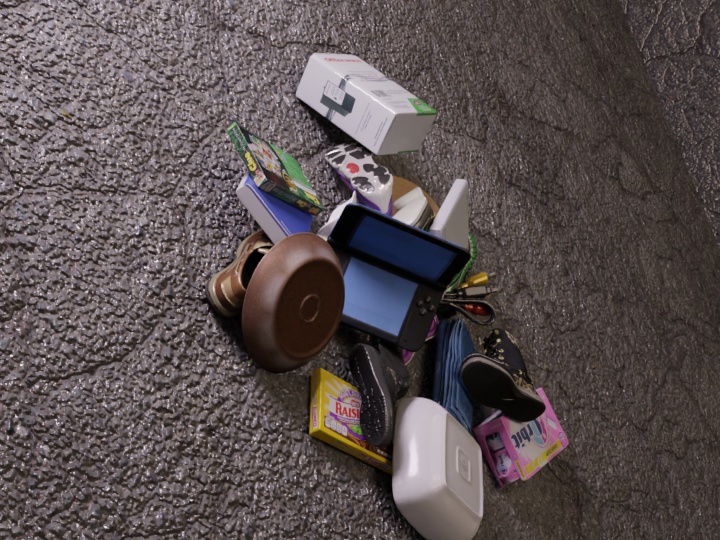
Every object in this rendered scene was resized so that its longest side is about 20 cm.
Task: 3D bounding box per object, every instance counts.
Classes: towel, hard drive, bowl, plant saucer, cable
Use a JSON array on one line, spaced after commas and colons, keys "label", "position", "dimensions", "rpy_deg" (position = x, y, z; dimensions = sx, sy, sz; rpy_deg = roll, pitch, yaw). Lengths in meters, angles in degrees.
[{"label": "towel", "position": [0.162, 0.185, 1.727], "dimensions": [0.201, 0.048, 0.112], "rpy_deg": [-81, 151, -42]}, {"label": "hard drive", "position": [0.150, -0.053, 1.728], "dimensions": [0.200, 0.026, 0.133], "rpy_deg": [-58, 150, -57]}, {"label": "hard drive", "position": [-0.122, -0.097, 1.509], "dimensions": [0.132, 0.025, 0.200], "rpy_deg": [53, 13, -15]}, {"label": "bowl", "position": [0.127, 0.305, 1.565], "dimensions": [0.200, 0.074, 0.201], "rpy_deg": [48, 34, -38]}, {"label": "plant saucer", "position": [-0.081, 0.050, 1.423], "dimensions": [0.199, 0.036, 0.203], "rpy_deg": [-23, 121, -45]}, {"label": "cable", "position": [0.159, 0.053, 1.772], "dimensions": [0.197, 0.050, 0.098], "rpy_deg": [-3, 78, -19]}]

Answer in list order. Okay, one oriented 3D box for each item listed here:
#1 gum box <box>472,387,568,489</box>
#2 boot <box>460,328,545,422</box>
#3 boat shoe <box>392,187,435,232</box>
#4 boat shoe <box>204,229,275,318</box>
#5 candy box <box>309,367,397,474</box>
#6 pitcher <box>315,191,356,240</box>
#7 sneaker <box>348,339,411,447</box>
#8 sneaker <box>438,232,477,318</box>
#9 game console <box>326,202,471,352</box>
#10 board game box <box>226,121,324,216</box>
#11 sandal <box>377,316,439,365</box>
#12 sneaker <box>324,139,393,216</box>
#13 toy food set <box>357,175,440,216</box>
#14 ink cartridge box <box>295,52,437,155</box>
[{"label": "gum box", "position": [0.285, 0.296, 1.818], "dimensions": [0.199, 0.066, 0.115], "rpy_deg": [-18, 81, -56]}, {"label": "boot", "position": [0.228, 0.160, 1.756], "dimensions": [0.203, 0.073, 0.155], "rpy_deg": [34, 28, -35]}, {"label": "boat shoe", "position": [0.089, -0.082, 1.663], "dimensions": [0.061, 0.072, 0.202], "rpy_deg": [58, 12, -13]}, {"label": "boat shoe", "position": [-0.141, -0.004, 1.442], "dimensions": [0.076, 0.073, 0.200], "rpy_deg": [53, 35, -15]}, {"label": "candy box", "position": [0.000, 0.228, 1.519], "dimensions": [0.199, 0.026, 0.103], "rpy_deg": [33, 40, -37]}, {"label": "pitcher", "position": [0.000, 0.000, 1.612], "dimensions": [0.200, 0.121, 0.171], "rpy_deg": [49, 55, -2]}, {"label": "sneaker", "position": [0.041, 0.177, 1.537], "dimensions": [0.104, 0.060, 0.202], "rpy_deg": [21, 42, -41]}, {"label": "sneaker", "position": [0.156, -0.016, 1.849], "dimensions": [0.085, 0.078, 0.201], "rpy_deg": [40, 40, -29]}, {"label": "game console", "position": [0.036, 0.014, 1.506], "dimensions": [0.198, 0.172, 0.118], "rpy_deg": [22, 0, -6]}, {"label": "board game box", "position": [-0.123, -0.147, 1.519], "dimensions": [0.105, 0.023, 0.200], "rpy_deg": [58, 13, 20]}, {"label": "sandal", "position": [0.086, 0.097, 1.700], "dimensions": [0.083, 0.050, 0.202], "rpy_deg": [60, 32, -4]}, {"label": "sneaker", "position": [-0.002, -0.151, 1.709], "dimensions": [0.201, 0.080, 0.084], "rpy_deg": [-119, -167, -49]}, {"label": "toy food set", "position": [0.074, -0.081, 1.782], "dimensions": [0.196, 0.049, 0.202], "rpy_deg": [12, 49, -32]}, {"label": "ink cartridge box", "position": [0.009, -0.287, 1.754], "dimensions": [0.199, 0.084, 0.146], "rpy_deg": [39, 27, 23]}]
